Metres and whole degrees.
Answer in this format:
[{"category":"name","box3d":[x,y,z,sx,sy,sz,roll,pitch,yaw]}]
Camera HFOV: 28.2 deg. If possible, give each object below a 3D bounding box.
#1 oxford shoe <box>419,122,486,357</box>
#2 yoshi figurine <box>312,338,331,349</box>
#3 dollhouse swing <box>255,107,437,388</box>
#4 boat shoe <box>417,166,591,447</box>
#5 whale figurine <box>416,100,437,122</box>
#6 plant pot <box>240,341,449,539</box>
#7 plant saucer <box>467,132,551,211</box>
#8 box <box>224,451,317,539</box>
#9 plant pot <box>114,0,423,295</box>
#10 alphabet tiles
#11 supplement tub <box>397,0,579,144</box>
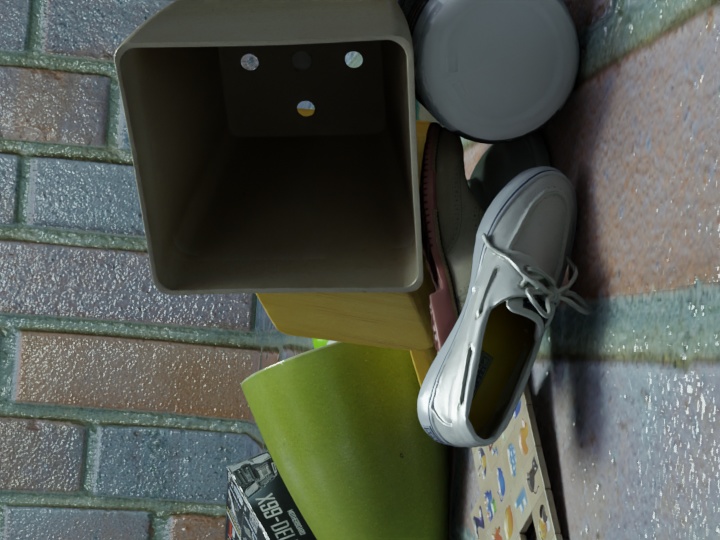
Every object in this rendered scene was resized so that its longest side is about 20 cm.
[{"category":"oxford shoe","box3d":[0.083,-0.015,1.046,0.071,0.074,0.202,75,-172,-73]},{"category":"yoshi figurine","box3d":[-0.018,0.047,1.680,0.112,0.111,0.202,-71,-9,-57]},{"category":"dollhouse swing","box3d":[0.000,0.000,1.207,0.177,0.179,0.201,93,-175,-47]},{"category":"boat shoe","box3d":[0.106,0.023,0.947,0.086,0.074,0.203,2,62,63]},{"category":"whale figurine","box3d":[0.026,-0.121,1.462,0.160,0.102,0.202,-102,19,-58]},{"category":"plant pot","box3d":[0.008,0.173,1.294,0.187,0.185,0.202,127,128,-72]},{"category":"plant saucer","box3d":[0.101,-0.017,1.130,0.200,0.050,0.203,-175,90,-80]},{"category":"box","box3d":[-0.070,0.301,1.371,0.201,0.049,0.159,55,151,38]},{"category":"plant pot","box3d":[-0.051,-0.116,1.054,0.178,0.197,0.202,-81,-11,-55]},{"category":"alphabet tiles","box3d":[0.109,0.172,1.063,0.168,0.007,0.202,106,160,-52]},{"category":"supplement tub","box3d":[0.084,-0.174,1.088,0.200,0.121,0.124,-116,32,-71]}]
